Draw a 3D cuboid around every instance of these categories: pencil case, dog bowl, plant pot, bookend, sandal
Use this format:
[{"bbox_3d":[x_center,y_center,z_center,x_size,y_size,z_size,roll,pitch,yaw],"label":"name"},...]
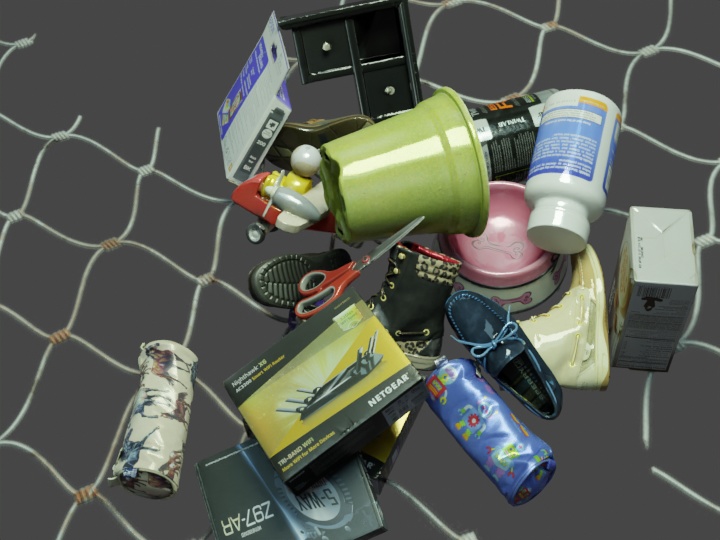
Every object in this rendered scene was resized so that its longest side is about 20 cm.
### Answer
[{"bbox_3d":[0.161,0.195,1.300,0.087,0.078,0.200,-48,59,13],"label":"pencil case"},{"bbox_3d":[0.197,-0.041,1.467,0.196,0.074,0.203,-3,56,4],"label":"dog bowl"},{"bbox_3d":[0.047,-0.121,1.360,0.181,0.202,0.202,-14,54,-11],"label":"plant pot"},{"bbox_3d":[-0.012,-0.304,1.589,0.196,0.202,0.092,-10,17,0],"label":"bookend"},{"bbox_3d":[-0.065,-0.206,1.597,0.197,0.083,0.055,-11,29,18],"label":"sandal"},{"bbox_3d":[-0.265,0.190,1.347,0.088,0.078,0.203,12,55,-10],"label":"pencil case"}]

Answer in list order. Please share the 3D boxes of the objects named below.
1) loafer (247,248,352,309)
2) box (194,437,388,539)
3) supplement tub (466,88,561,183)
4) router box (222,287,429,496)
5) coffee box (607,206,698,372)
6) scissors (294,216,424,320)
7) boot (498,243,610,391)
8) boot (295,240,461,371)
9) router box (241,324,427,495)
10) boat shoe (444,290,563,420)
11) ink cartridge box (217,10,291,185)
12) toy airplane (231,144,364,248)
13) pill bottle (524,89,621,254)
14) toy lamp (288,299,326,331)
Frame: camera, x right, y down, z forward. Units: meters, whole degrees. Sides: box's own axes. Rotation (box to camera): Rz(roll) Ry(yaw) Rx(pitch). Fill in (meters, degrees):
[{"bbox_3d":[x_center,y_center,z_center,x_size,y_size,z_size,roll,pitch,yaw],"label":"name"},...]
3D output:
[{"bbox_3d":[-0.090,0.015,1.422,0.070,0.199,0.074,-9,89,37],"label":"loafer"},{"bbox_3d":[-0.085,0.273,1.252,0.197,0.044,0.162,-22,68,3],"label":"box"},{"bbox_3d":[0.213,-0.188,1.537,0.196,0.123,0.124,-15,55,-6],"label":"supplement tub"},{"bbox_3d":[-0.042,0.140,1.231,0.199,0.052,0.158,-36,56,-6],"label":"router box"},{"bbox_3d":[0.369,0.028,1.324,0.078,0.201,0.116,4,55,7],"label":"coffee box"},{"bbox_3d":[0.000,0.000,1.307,0.198,0.014,0.074,-26,41,17],"label":"scissors"},{"bbox_3d":[0.248,0.062,1.382,0.152,0.073,0.204,-2,71,6],"label":"boot"},{"bbox_3d":[0.027,0.034,1.341,0.197,0.153,0.073,18,14,0],"label":"boot"},{"bbox_3d":[-0.031,0.177,1.349,0.197,0.053,0.159,19,59,18],"label":"router box"},{"bbox_3d":[0.187,0.102,1.297,0.199,0.069,0.084,41,100,-1],"label":"boat shoe"},{"bbox_3d":[-0.151,-0.260,1.564,0.043,0.201,0.200,19,31,-25],"label":"ink cartridge box"},{"bbox_3d":[-0.067,-0.106,1.480,0.196,0.144,0.200,-9,22,-25],"label":"toy airplane"},{"bbox_3d":[0.282,-0.131,1.400,0.110,0.112,0.203,12,69,13],"label":"pill bottle"},{"bbox_3d":[0.000,0.071,1.419,0.196,0.059,0.059,3,55,6],"label":"toy lamp"}]
